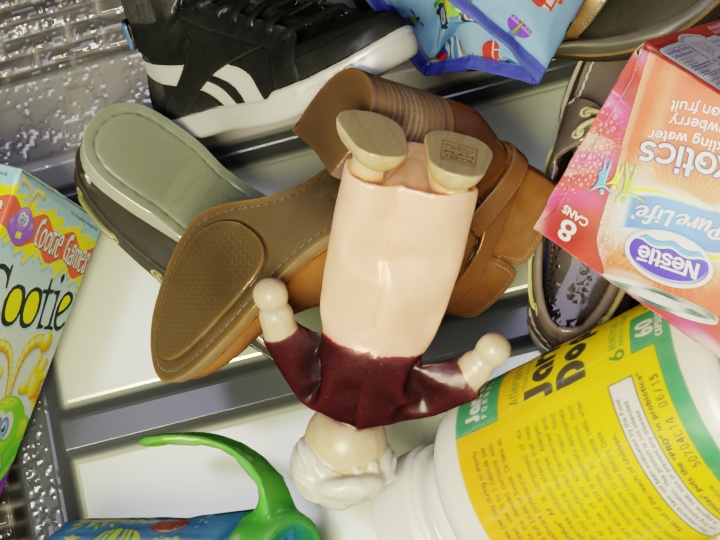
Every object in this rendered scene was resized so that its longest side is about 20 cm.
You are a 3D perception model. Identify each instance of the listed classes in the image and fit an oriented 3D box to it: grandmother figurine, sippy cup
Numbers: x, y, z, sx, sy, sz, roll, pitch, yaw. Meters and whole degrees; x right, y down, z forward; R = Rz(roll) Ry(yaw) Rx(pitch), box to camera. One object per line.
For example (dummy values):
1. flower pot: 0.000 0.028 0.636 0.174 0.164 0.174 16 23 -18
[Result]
1. grandmother figurine: 0.009 0.030 0.722 0.121 0.061 0.201 18 119 4
2. sippy cup: -0.098 0.181 0.781 0.130 0.140 0.178 5 53 19

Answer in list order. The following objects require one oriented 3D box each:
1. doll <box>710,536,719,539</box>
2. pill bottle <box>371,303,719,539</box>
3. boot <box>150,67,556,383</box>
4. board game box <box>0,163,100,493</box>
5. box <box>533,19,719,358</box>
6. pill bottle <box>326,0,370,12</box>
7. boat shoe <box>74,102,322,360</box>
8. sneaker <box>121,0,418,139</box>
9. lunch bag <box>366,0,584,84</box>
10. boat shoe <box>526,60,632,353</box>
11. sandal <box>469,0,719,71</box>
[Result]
1. doll: 0.200 0.058 0.800 0.136 0.048 0.201 7 79 10
2. pill bottle: 0.107 0.093 0.747 0.200 0.113 0.113 -30 74 29
3. boot: 0.000 0.000 0.784 0.200 0.154 0.074 -45 48 22
4. board game box: -0.235 0.041 0.830 0.104 0.103 0.201 16 80 19
5. box: 0.170 -0.047 0.697 0.100 0.200 0.096 36 116 15
6. pill bottle: 0.009 -0.240 0.859 0.112 0.112 0.200 37 85 14
7. boat shoe: -0.073 -0.008 0.845 0.201 0.061 0.072 43 61 -2
8. sneaker: -0.063 -0.133 0.800 0.073 0.200 0.112 -33 106 -38
9. lunch bag: 0.037 -0.211 0.748 0.094 0.200 0.151 12 68 49
10. boat shoe: 0.132 -0.051 0.827 0.071 0.060 0.201 14 80 11
11. sandal: 0.113 -0.156 0.829 0.199 0.055 0.082 -3 54 26
